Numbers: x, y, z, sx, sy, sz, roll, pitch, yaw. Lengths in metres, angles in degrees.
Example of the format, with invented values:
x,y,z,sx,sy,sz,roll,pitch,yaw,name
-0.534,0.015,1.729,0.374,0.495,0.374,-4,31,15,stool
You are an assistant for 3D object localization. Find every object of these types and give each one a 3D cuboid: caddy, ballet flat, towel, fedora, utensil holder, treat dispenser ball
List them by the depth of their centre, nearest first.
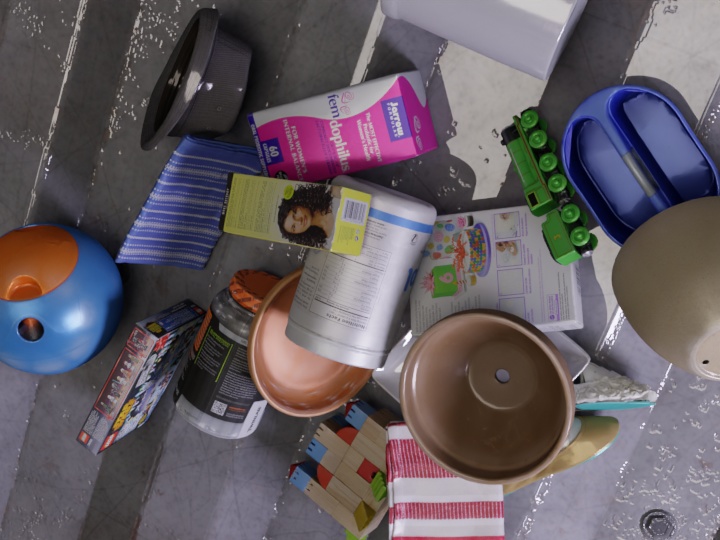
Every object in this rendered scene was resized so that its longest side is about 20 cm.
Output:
x,y,z,sx,sy,sz,roll,pitch,yaw,name
0.147,-0.322,1.232,0.200,0.170,0.170,26,110,8,utensil holder
0.315,-0.114,1.256,0.141,0.105,0.200,-34,91,22,caddy
0.256,0.143,1.364,0.199,0.072,0.072,-10,100,20,ballet flat
0.104,0.285,1.378,0.144,0.023,0.201,-2,85,3,towel
0.223,0.222,1.385,0.200,0.069,0.063,-33,114,22,ballet flat
-0.193,-0.226,1.391,0.090,0.177,0.200,20,131,-21,fedora
-0.211,-0.082,1.424,0.024,0.145,0.200,49,117,32,towel
-0.416,0.037,1.485,0.200,0.201,0.202,4,104,17,treat dispenser ball

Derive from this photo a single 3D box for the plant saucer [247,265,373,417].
x,y,z,sx,sy,sz,roll,pitch,yaw,name
-0.058,0.084,1.405,0.037,0.200,0.201,25,115,52,plant saucer

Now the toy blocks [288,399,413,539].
x,y,z,sx,sy,sz,roll,pitch,yaw,name
-0.007,0.247,1.469,0.137,0.100,0.200,37,112,19,toy blocks

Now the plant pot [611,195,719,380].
x,y,z,sx,sy,sz,roll,pitch,yaw,name
0.383,0.039,1.207,0.200,0.135,0.201,-1,133,-2,plant pot

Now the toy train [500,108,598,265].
x,y,z,sx,sy,sz,roll,pitch,yaw,name
0.213,-0.097,1.289,0.056,0.042,0.200,-29,63,21,toy train

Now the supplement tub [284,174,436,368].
x,y,z,sx,sy,sz,roll,pitch,yaw,name
0.000,0.000,1.312,0.132,0.132,0.201,20,98,13,supplement tub

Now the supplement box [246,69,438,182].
x,y,z,sx,sy,sz,roll,pitch,yaw,name
-0.020,-0.169,1.358,0.199,0.103,0.102,-13,98,19,supplement box

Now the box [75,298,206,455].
x,y,z,sx,sy,sz,roll,pitch,yaw,name
-0.293,0.141,1.504,0.040,0.137,0.200,35,112,10,box

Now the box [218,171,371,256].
x,y,z,sx,sy,sz,roll,pitch,yaw,name
-0.079,-0.066,1.274,0.200,0.050,0.076,9,89,45,box

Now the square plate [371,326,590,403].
x,y,z,sx,sy,sz,roll,pitch,yaw,name
0.145,0.118,1.368,0.198,0.028,0.200,43,96,22,square plate

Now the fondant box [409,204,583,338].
x,y,z,sx,sy,sz,roll,pitch,yaw,name
0.159,0.003,1.339,0.199,0.058,0.145,-6,79,19,fondant box

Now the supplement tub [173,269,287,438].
x,y,z,sx,sy,sz,roll,pitch,yaw,name
-0.156,0.107,1.458,0.122,0.123,0.200,29,111,9,supplement tub

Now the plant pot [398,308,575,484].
x,y,z,sx,sy,sz,roll,pitch,yaw,name
0.151,0.134,1.280,0.200,0.093,0.202,5,105,20,plant pot
